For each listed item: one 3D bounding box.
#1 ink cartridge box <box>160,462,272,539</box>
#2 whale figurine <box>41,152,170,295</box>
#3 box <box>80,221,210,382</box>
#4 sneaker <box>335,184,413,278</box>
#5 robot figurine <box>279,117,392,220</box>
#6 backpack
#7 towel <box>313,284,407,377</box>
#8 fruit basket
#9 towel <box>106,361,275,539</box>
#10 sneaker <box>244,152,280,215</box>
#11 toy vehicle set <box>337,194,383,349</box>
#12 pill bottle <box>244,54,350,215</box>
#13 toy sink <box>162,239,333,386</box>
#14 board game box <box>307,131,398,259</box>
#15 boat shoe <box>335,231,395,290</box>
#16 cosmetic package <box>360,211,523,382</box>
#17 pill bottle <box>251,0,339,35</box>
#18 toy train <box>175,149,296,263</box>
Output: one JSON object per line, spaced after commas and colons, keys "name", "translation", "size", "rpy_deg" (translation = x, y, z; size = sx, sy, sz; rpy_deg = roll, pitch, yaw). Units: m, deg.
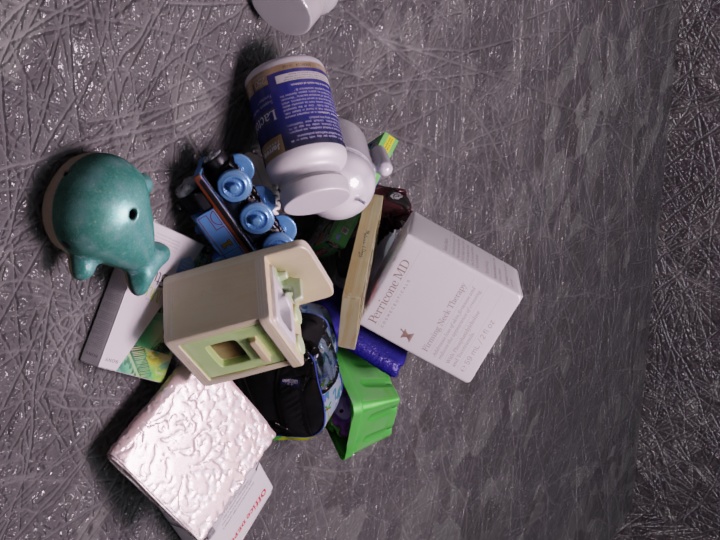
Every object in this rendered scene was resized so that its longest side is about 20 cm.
{"name": "ink cartridge box", "translation": [-0.224, 0.317, 1.735], "size": [0.146, 0.084, 0.200], "rpy_deg": [-56, 146, -30]}
{"name": "whale figurine", "translation": [-0.285, -0.050, 1.403], "size": [0.159, 0.104, 0.200], "rpy_deg": [-59, 138, -26]}
{"name": "box", "translation": [-0.279, 0.042, 1.548], "size": [0.144, 0.036, 0.200], "rpy_deg": [27, 82, -61]}
{"name": "sneaker", "translation": [0.031, -0.070, 1.913], "size": [0.076, 0.115, 0.200], "rpy_deg": [75, 25, -50]}
{"name": "robot figurine", "translation": [-0.039, -0.151, 1.742], "size": [0.200, 0.170, 0.113], "rpy_deg": [-103, 180, -53]}
{"name": "backpack", "translation": [-0.114, 0.142, 1.740], "size": [0.147, 0.183, 0.200], "rpy_deg": [-63, 150, -47]}
{"name": "towel", "translation": [-0.018, 0.088, 1.853], "size": [0.050, 0.200, 0.148], "rpy_deg": [-57, -178, 22]}
{"name": "fruit basket", "translation": [-0.063, 0.200, 1.881], "size": [0.216, 0.216, 0.156], "rpy_deg": [-43, 154, -43]}
{"name": "towel", "translation": [-0.227, 0.237, 1.614], "size": [0.191, 0.032, 0.200], "rpy_deg": [53, 56, -26]}
{"name": "sneaker", "translation": [-0.166, -0.067, 1.664], "size": [0.081, 0.075, 0.200], "rpy_deg": [-14, 116, -48]}
{"name": "toy vehicle set", "translation": [0.000, 0.000, 1.740], "size": [0.124, 0.026, 0.200], "rpy_deg": [96, 5, -52]}
{"name": "pill bottle", "translation": [-0.083, -0.184, 1.612], "size": [0.116, 0.116, 0.200], "rpy_deg": [16, 56, -62]}
{"name": "toy sink", "translation": [-0.140, 0.061, 1.536], "size": [0.130, 0.200, 0.112], "rpy_deg": [61, 17, -54]}
{"name": "board game box", "translation": [-0.018, -0.114, 1.851], "size": [0.029, 0.135, 0.200], "rpy_deg": [32, 71, -16]}
{"name": "boat shoe", "translation": [0.014, -0.014, 1.990], "size": [0.200, 0.069, 0.057], "rpy_deg": [-56, 155, -49]}
{"name": "cosmetic package", "translation": [0.124, 0.039, 1.839], "size": [0.167, 0.200, 0.166], "rpy_deg": [-61, -177, 16]}
{"name": "pill bottle", "translation": [-0.060, -0.425, 1.619], "size": [0.200, 0.114, 0.114], "rpy_deg": [-57, 147, -27]}
{"name": "toy train", "translation": [-0.166, -0.066, 1.581], "size": [0.200, 0.114, 0.087], "rpy_deg": [55, 13, -23]}
